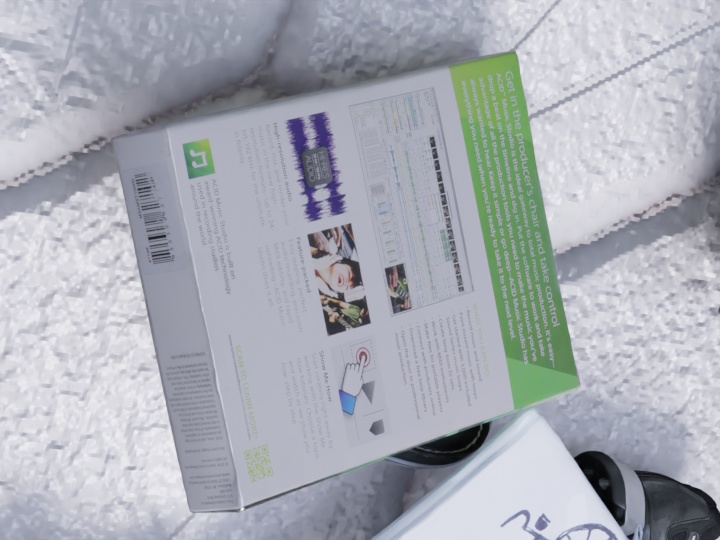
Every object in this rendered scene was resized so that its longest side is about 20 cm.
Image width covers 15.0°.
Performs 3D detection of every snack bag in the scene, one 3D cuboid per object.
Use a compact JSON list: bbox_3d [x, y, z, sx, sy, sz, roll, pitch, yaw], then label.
[{"bbox_3d":[0.059,0.180,1.169,0.188,0.021,0.200,-38,113,-10],"label":"snack bag"}]

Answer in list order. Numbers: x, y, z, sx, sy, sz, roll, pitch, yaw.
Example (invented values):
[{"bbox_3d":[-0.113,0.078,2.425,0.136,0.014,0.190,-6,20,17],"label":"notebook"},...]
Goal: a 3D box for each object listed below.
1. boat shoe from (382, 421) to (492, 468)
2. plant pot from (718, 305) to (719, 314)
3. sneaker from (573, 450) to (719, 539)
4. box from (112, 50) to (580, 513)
[{"bbox_3d":[-0.009,0.027,1.117,0.200,0.057,0.069,40,87,-34],"label":"boat shoe"},{"bbox_3d":[0.261,-0.065,1.178,0.186,0.187,0.201,9,90,-31],"label":"plant pot"},{"bbox_3d":[0.118,0.181,1.244,0.090,0.066,0.201,7,103,-29],"label":"sneaker"},{"bbox_3d":[0.000,0.000,1.063,0.200,0.036,0.145,-15,96,-43],"label":"box"}]
